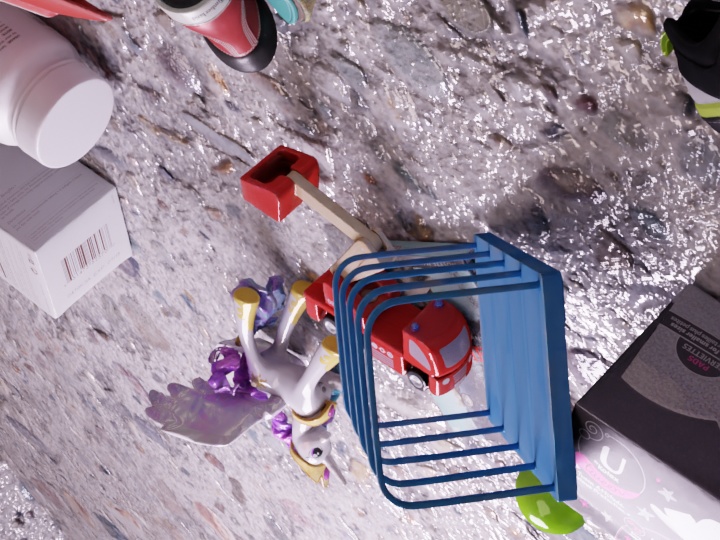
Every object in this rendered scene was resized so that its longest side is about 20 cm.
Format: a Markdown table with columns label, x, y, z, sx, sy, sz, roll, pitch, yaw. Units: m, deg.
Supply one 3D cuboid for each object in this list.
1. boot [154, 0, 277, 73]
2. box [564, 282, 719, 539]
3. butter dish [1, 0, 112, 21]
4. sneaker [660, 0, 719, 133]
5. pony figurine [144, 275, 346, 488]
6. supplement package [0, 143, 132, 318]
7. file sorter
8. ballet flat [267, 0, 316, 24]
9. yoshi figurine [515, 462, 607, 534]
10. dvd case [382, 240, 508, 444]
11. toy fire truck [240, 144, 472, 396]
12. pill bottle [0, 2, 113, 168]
| label | x | y | z | sx | sy | sz | roll | pitch | yaw |
| --- | --- | --- | --- | --- | --- | --- | --- | --- | --- |
| boot | -0.126 | -0.233 | 0.960 | 0.201 | 0.072 | 0.144 | 63 | -171 | 17 |
| box | 0.241 | 0.125 | 0.843 | 0.200 | 0.132 | 0.115 | 35 | 149 | 23 |
| butter dish | -0.285 | -0.294 | 1.037 | 0.199 | 0.148 | 0.200 | 30 | -170 | 28 |
| sneaker | 0.205 | -0.119 | 0.630 | 0.083 | 0.072 | 0.200 | 52 | 152 | -7 |
| pony figurine | -0.083 | 0.100 | 1.287 | 0.192 | 0.167 | 0.201 | 27 | 133 | 19 |
| supplement package | -0.360 | -0.066 | 1.468 | 0.200 | 0.117 | 0.118 | 34 | 151 | 25 |
| file sorter | 0.054 | 0.062 | 0.901 | 0.200 | 0.122 | 0.140 | -132 | 35 | -79 |
| ballet flat | -0.052 | -0.209 | 0.869 | 0.071 | 0.071 | 0.200 | 40 | -177 | 13 |
| yoshi figurine | 0.188 | 0.180 | 0.990 | 0.200 | 0.112 | 0.113 | 41 | -167 | -23 |
| dvd case | 0.083 | 0.061 | 1.106 | 0.146 | 0.022 | 0.201 | 5 | 131 | 53 |
| toy fire truck | 0.000 | 0.000 | 1.069 | 0.200 | 0.049 | 0.141 | 31 | 148 | 29 |
| pill bottle | -0.330 | -0.187 | 1.263 | 0.200 | 0.113 | 0.114 | 36 | 152 | 19 |
